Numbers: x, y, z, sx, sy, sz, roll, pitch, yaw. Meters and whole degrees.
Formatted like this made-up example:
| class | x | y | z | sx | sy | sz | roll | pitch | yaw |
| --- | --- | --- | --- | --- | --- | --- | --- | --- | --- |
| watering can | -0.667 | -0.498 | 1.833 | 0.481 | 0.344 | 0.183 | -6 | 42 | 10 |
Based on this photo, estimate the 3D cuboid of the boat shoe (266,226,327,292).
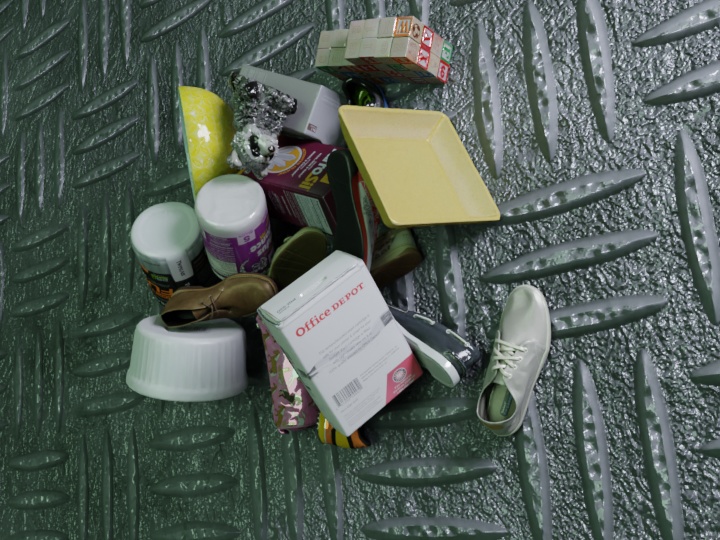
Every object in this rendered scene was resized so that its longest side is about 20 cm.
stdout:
| class | x | y | z | sx | sy | sz | roll | pitch | yaw |
| --- | --- | --- | --- | --- | --- | --- | --- | --- | --- |
| boat shoe | -0.110 | -0.009 | 1.232 | 0.201 | 0.072 | 0.064 | 121 | 157 | -43 |

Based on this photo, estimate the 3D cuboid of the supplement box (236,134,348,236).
| class | x | y | z | sx | sy | sz | roll | pitch | yaw |
| --- | --- | --- | --- | --- | --- | --- | --- | --- | --- |
| supplement box | -0.083 | -0.137 | 1.221 | 0.199 | 0.086 | 0.111 | 18 | 56 | 38 |

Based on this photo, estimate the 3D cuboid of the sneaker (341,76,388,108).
| class | x | y | z | sx | sy | sz | roll | pitch | yaw |
| --- | --- | --- | --- | --- | --- | --- | --- | --- | --- |
| sneaker | 0.023 | -0.216 | 1.183 | 0.071 | 0.082 | 0.201 | -38 | 64 | 26 |

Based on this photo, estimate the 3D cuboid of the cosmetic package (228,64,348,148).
| class | x | y | z | sx | sy | sz | roll | pitch | yaw |
| --- | --- | --- | --- | --- | --- | --- | --- | --- | --- |
| cosmetic package | -0.112 | -0.270 | 1.282 | 0.199 | 0.106 | 0.091 | 21 | 94 | 36 |

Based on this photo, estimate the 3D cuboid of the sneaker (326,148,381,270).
| class | x | y | z | sx | sy | sz | roll | pitch | yaw |
| --- | --- | --- | --- | --- | --- | --- | --- | --- | --- |
| sneaker | 0.013 | -0.076 | 1.124 | 0.067 | 0.107 | 0.204 | -3 | 96 | 44 |

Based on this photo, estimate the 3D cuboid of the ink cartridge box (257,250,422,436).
| class | x | y | z | sx | sy | sz | roll | pitch | yaw |
| --- | --- | --- | --- | --- | --- | --- | --- | --- | --- |
| ink cartridge box | -0.026 | 0.097 | 1.051 | 0.145 | 0.201 | 0.085 | -36 | 27 | -16 |

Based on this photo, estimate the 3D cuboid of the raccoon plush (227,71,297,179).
| class | x | y | z | sx | sy | sz | roll | pitch | yaw |
| --- | --- | --- | --- | --- | --- | --- | --- | --- | --- |
| raccoon plush | -0.170 | -0.225 | 1.212 | 0.135 | 0.096 | 0.200 | -67 | 24 | 9 |

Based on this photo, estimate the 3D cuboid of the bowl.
| class | x | y | z | sx | sy | sz | roll | pitch | yaw |
| --- | --- | --- | --- | --- | --- | --- | --- | --- | --- |
| bowl | -0.235 | -0.206 | 1.281 | 0.200 | 0.106 | 0.203 | 171 | 90 | -77 |

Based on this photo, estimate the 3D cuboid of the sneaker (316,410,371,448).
| class | x | y | z | sx | sy | sz | roll | pitch | yaw |
| --- | --- | --- | --- | --- | --- | --- | --- | --- | --- |
| sneaker | -0.004 | 0.166 | 1.161 | 0.089 | 0.070 | 0.203 | 9 | 85 | 18 |

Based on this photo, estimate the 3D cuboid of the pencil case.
| class | x | y | z | sx | sy | sz | roll | pitch | yaw |
| --- | --- | --- | --- | --- | --- | --- | --- | --- | --- |
| pencil case | -0.106 | 0.150 | 1.208 | 0.086 | 0.082 | 0.203 | -20 | 79 | 52 |

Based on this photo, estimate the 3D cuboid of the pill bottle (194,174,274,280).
| class | x | y | z | sx | sy | sz | roll | pitch | yaw |
| --- | --- | --- | --- | --- | --- | --- | --- | --- | --- |
| pill bottle | -0.196 | -0.049 | 1.250 | 0.111 | 0.201 | 0.113 | -1 | 54 | 1 |

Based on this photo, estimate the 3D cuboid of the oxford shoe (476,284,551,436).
| class | x | y | z | sx | sy | sz | roll | pitch | yaw |
| --- | --- | --- | --- | --- | --- | --- | --- | --- | --- |
| oxford shoe | 0.198 | 0.117 | 1.011 | 0.075 | 0.057 | 0.202 | 14 | 89 | 40 |

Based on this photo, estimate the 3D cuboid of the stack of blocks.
| class | x | y | z | sx | sy | sz | roll | pitch | yaw |
| --- | --- | --- | --- | --- | --- | --- | --- | --- | --- |
| stack of blocks | 0.025 | -0.332 | 1.181 | 0.198 | 0.115 | 0.059 | 11 | 88 | 38 |

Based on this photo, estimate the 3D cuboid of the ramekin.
| class | x | y | z | sx | sy | sz | roll | pitch | yaw |
| --- | --- | --- | --- | --- | --- | --- | --- | --- | --- |
| ramekin | -0.280 | 0.137 | 1.272 | 0.199 | 0.199 | 0.099 | 13 | 102 | 38 |

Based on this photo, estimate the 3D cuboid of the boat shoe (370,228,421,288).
| class | x | y | z | sx | sy | sz | roll | pitch | yaw |
| --- | --- | --- | --- | --- | --- | --- | --- | --- | --- |
| boat shoe | 0.000 | 0.000 | 1.179 | 0.199 | 0.073 | 0.063 | -27 | 60 | 19 |

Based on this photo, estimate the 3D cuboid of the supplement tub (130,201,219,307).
| class | x | y | z | sx | sy | sz | roll | pitch | yaw |
| --- | --- | --- | --- | --- | --- | --- | --- | --- | --- |
| supplement tub | -0.309 | -0.011 | 1.323 | 0.121 | 0.201 | 0.124 | -1 | 54 | 2 |

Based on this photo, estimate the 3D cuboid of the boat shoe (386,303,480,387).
| class | x | y | z | sx | sy | sz | roll | pitch | yaw |
| --- | --- | --- | --- | --- | --- | --- | --- | --- | --- |
| boat shoe | 0.089 | 0.095 | 1.097 | 0.060 | 0.076 | 0.200 | -36 | 43 | -16 |

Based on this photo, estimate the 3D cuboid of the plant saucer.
| class | x | y | z | sx | sy | sz | roll | pitch | yaw |
| --- | --- | --- | --- | --- | --- | --- | --- | --- | --- |
| plant saucer | 0.073 | -0.135 | 1.075 | 0.049 | 0.198 | 0.202 | -50 | 55 | 45 |

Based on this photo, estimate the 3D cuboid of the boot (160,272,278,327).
| class | x | y | z | sx | sy | sz | roll | pitch | yaw |
| --- | --- | --- | --- | --- | --- | --- | --- | --- | --- |
| boot | -0.224 | 0.056 | 1.224 | 0.198 | 0.076 | 0.074 | -11 | 110 | 20 |
